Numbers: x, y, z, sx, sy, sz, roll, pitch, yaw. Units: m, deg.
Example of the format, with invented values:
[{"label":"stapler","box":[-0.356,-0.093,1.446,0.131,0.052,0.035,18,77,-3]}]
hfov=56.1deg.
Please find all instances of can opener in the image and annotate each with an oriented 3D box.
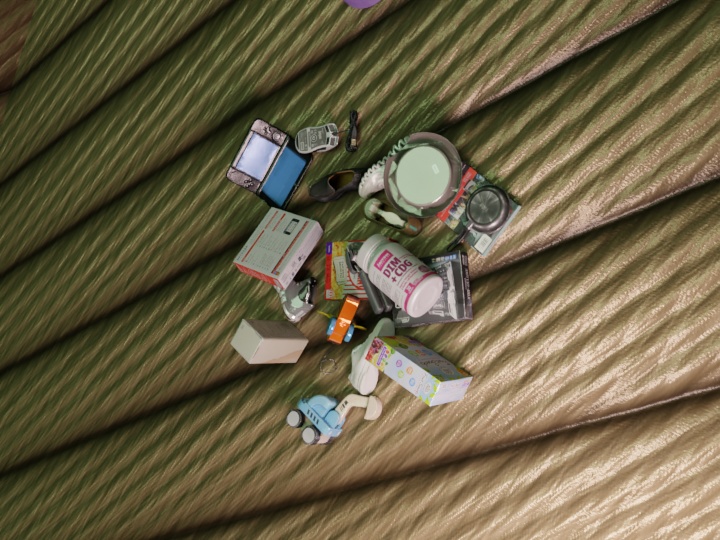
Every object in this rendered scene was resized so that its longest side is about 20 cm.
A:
[{"label":"can opener","box":[0.016,0.021,1.691,0.203,0.052,0.067,67,149,19]}]

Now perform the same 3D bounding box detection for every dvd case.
[{"label":"dvd case","box":[0.266,-0.151,1.610,0.200,0.022,0.147,44,108,31]}]

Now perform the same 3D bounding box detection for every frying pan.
[{"label":"frying pan","box":[0.262,-0.130,1.583,0.187,0.031,0.117,-24,71,26]}]

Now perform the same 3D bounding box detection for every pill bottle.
[{"label":"pill bottle","box":[0.089,0.007,1.591,0.199,0.113,0.115,40,105,31]}]

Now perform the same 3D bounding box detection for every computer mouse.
[{"label":"computer mouse","box":[-0.090,-0.370,1.865,0.196,0.044,0.112,-5,85,27]}]

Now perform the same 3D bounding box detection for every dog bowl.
[{"label":"dog bowl","box":[0.155,-0.226,1.627,0.196,0.058,0.205,0,89,22]}]

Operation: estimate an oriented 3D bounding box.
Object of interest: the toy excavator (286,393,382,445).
[{"label":"toy excavator","box":[-0.065,0.362,1.728,0.194,0.100,0.202,38,96,29]}]

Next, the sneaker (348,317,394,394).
[{"label":"sneaker","box":[0.018,0.203,1.705,0.088,0.074,0.204,30,102,44]}]

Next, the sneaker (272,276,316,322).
[{"label":"sneaker","box":[-0.179,0.031,1.861,0.114,0.075,0.203,-32,72,16]}]

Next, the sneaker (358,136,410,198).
[{"label":"sneaker","box":[0.076,-0.247,1.720,0.200,0.075,0.082,-42,73,20]}]

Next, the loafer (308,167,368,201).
[{"label":"loafer","box":[-0.067,-0.237,1.812,0.197,0.072,0.074,-16,76,32]}]

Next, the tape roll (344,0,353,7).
[{"label":"tape roll","box":[0.002,-0.829,1.836,0.197,0.084,0.205,-4,82,32]}]

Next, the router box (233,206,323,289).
[{"label":"router box","box":[-0.225,-0.066,1.855,0.177,0.049,0.202,19,66,34]}]

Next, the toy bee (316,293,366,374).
[{"label":"toy bee","box":[-0.063,0.144,1.737,0.131,0.109,0.200,41,97,-13]}]

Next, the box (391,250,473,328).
[{"label":"box","box":[0.168,0.049,1.631,0.197,0.049,0.162,-9,78,33]}]

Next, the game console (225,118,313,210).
[{"label":"game console","box":[-0.262,-0.298,1.928,0.202,0.174,0.117,-58,31,13]}]

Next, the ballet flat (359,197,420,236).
[{"label":"ballet flat","box":[0.063,-0.142,1.713,0.198,0.072,0.069,31,98,33]}]

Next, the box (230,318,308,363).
[{"label":"box","box":[-0.239,0.188,1.794,0.095,0.199,0.079,39,105,30]}]

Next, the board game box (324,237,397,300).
[{"label":"board game box","box":[0.000,0.000,1.752,0.197,0.046,0.155,-3,82,33]}]

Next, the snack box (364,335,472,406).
[{"label":"snack box","box":[0.136,0.225,1.560,0.198,0.167,0.069,33,105,31]}]
